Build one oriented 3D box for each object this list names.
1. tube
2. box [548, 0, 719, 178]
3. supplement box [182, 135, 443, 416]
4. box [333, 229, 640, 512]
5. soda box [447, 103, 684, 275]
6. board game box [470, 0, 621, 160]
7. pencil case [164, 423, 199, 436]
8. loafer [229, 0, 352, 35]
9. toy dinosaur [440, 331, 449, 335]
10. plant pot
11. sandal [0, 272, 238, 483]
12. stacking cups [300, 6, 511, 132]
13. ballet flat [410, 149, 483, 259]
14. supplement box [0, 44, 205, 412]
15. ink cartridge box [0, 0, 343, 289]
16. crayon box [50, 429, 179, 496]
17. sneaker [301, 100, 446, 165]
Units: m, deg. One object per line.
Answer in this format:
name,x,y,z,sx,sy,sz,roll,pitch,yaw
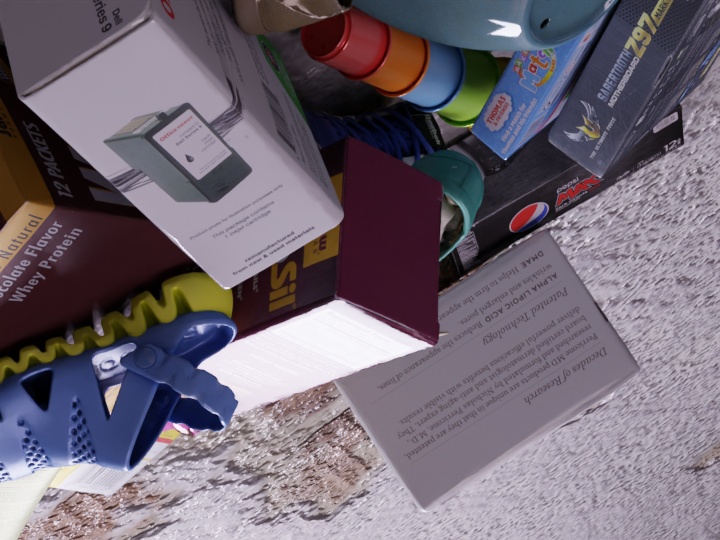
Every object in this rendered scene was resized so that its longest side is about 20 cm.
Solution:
tube,-0.232,0.141,1.263,0.058,0.052,0.200,-42,174,-29
box,0.210,-0.172,1.267,0.158,0.051,0.200,-40,164,-42
supplement box,-0.048,0.009,1.224,0.086,0.110,0.200,25,147,-37
box,0.097,0.074,1.544,0.200,0.131,0.199,-33,179,3
soda box,0.138,-0.083,1.466,0.200,0.071,0.063,-30,154,-4
board game box,0.164,-0.173,1.304,0.200,0.037,0.151,-38,164,-44
pencil case,-0.209,0.094,1.331,0.200,0.094,0.091,-15,115,1
loafer,-0.035,-0.213,1.027,0.067,0.076,0.200,3,134,4
toy dinosaur,-0.050,0.013,1.366,0.200,0.106,0.060,33,80,-21
plant pot,0.082,-0.201,1.111,0.200,0.135,0.200,-33,152,-20
sandal,-0.151,0.079,1.132,0.200,0.087,0.080,-29,155,-3
stacking cups,0.039,-0.138,1.298,0.061,0.061,0.200,-43,148,20
ballet flat,0.000,0.000,1.289,0.200,0.067,0.070,-44,-169,19
supplement box,-0.204,-0.013,1.162,0.197,0.133,0.200,-46,150,25
ink cartridge box,-0.106,-0.106,1.053,0.084,0.146,0.200,-30,140,11
crayon box,-0.164,0.083,1.451,0.200,0.051,0.127,-41,151,18
sneaker,-0.003,-0.080,1.325,0.115,0.081,0.199,-32,160,1
